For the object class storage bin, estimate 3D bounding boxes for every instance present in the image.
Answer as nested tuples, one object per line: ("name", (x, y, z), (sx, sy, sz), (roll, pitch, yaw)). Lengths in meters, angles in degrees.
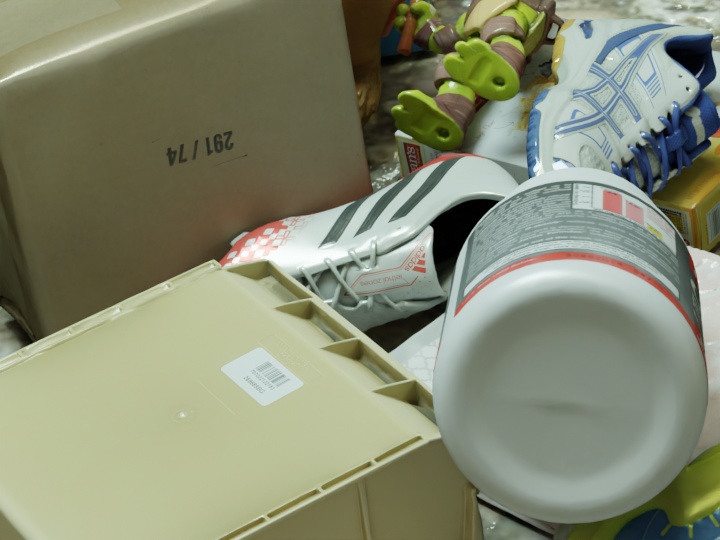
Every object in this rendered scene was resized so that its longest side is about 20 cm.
("storage bin", (-0.074, 0.100, 1.235), (0.198, 0.094, 0.200), (-25, 36, -22))

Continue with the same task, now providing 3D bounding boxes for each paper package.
("paper package", (-0.103, -0.067, 1.400), (0.200, 0.191, 0.103), (-22, 33, -19))

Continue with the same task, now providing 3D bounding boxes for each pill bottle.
("pill bottle", (0.095, 0.024, 1.191), (0.115, 0.116, 0.200), (-6, 17, 8))

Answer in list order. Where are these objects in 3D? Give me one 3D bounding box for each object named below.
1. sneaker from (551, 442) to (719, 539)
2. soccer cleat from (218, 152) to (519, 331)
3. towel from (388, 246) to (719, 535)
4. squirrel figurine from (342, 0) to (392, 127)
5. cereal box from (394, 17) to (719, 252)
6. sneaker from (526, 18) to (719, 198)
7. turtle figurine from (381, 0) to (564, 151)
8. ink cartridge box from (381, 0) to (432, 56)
("sneaker", (0.185, 0.114, 1.173), (0.200, 0.076, 0.105), (-30, 50, -15))
("soccer cleat", (0.000, 0.000, 1.372), (0.200, 0.069, 0.085), (-26, 27, -18))
("towel", (0.119, 0.047, 1.313), (0.200, 0.032, 0.191), (-35, 41, -30))
("squirrel figurine", (-0.080, -0.155, 1.510), (0.186, 0.201, 0.142), (2, 15, -9))
("cereal box", (0.139, -0.079, 1.484), (0.200, 0.040, 0.144), (16, 43, 34))
("sneaker", (0.138, -0.072, 1.377), (0.088, 0.075, 0.200), (-3, 39, 16))
("turtle figurine", (0.071, -0.134, 1.494), (0.200, 0.064, 0.161), (-24, 26, 37))
("ink cartridge box", (-0.059, -0.190, 1.664), (0.199, 0.084, 0.145), (-9, 34, 4))
